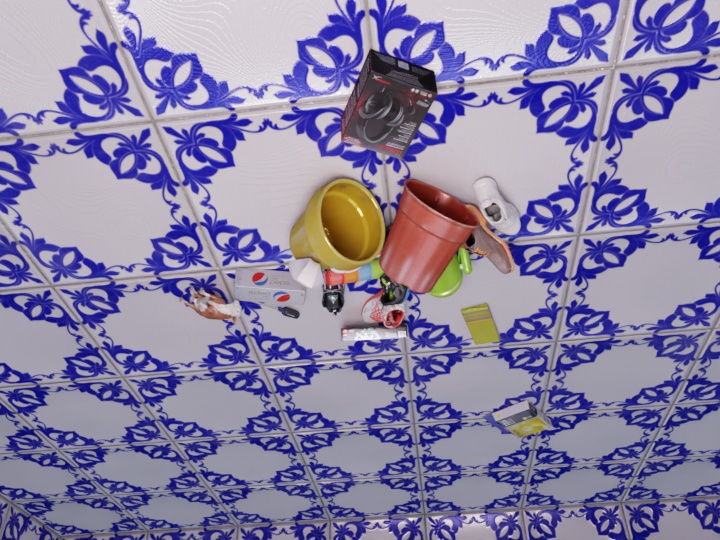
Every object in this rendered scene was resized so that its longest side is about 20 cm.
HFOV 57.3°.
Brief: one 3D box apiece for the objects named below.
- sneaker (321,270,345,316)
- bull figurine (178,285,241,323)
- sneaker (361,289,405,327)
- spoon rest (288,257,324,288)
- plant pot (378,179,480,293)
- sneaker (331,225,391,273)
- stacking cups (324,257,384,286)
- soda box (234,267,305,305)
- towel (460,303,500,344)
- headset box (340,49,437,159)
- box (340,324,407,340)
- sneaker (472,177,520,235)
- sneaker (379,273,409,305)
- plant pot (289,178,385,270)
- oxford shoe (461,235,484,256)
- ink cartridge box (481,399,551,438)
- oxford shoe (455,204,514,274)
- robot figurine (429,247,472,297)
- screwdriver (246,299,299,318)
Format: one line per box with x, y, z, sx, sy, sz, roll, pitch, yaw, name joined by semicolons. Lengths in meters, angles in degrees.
-0.072;0.043;1.748;0.075;0.143;0.203;-6;142;6;sneaker
-0.413;0.096;1.823;0.197;0.067;0.121;-4;146;48;bull figurine
0.062;0.124;1.877;0.066;0.110;0.202;20;137;-25;sneaker
-0.123;0.005;1.541;0.098;0.062;0.200;32;176;-8;spoon rest
0.144;-0.071;1.517;0.196;0.202;0.199;18;114;-23;plant pot
0.003;-0.065;1.661;0.195;0.078;0.083;-24;141;-6;sneaker
0.000;0.000;1.716;0.194;0.062;0.061;-8;146;-24;stacking cups
-0.247;0.044;1.809;0.193;0.065;0.069;5;142;-6;soda box
0.369;0.167;2.015;0.083;0.018;0.202;-9;141;19;towel
0.050;-0.328;1.352;0.144;0.079;0.202;13;137;-17;headset box
0.042;0.186;1.956;0.193;0.039;0.137;-3;175;1;box
0.329;-0.130;1.582;0.074;0.102;0.199;-27;136;26;sneaker
0.092;0.018;1.684;0.081;0.071;0.203;-18;140;-29;sneaker
-0.070;-0.088;1.563;0.197;0.207;0.187;25;150;-29;plant pot
0.250;-0.096;1.646;0.196;0.073;0.071;24;137;-25;oxford shoe
0.593;0.574;2.494;0.197;0.048;0.196;-30;134;27;ink cartridge box
0.297;-0.060;1.604;0.201;0.073;0.071;49;151;-6;oxford shoe
0.201;-0.009;1.712;0.170;0.118;0.202;-13;140;15;robot figurine
-0.246;0.105;1.882;0.029;0.029;0.198;-22;150;30;screwdriver
